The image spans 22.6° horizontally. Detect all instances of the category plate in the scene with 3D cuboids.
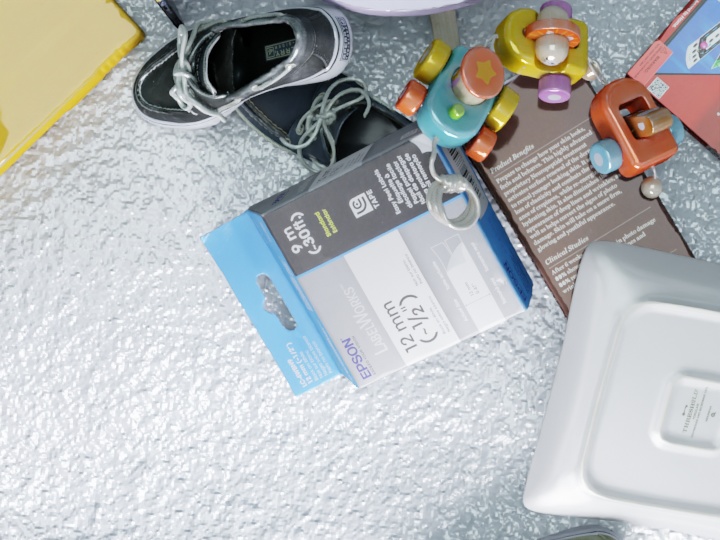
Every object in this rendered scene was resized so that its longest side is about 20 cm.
[{"bbox_3d":[0.228,0.093,1.235,0.199,0.032,0.201,10,105,-9],"label":"plate"}]

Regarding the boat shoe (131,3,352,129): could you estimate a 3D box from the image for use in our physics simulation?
[{"bbox_3d":[-0.100,-0.140,1.257,0.199,0.068,0.074,-4,94,39],"label":"boat shoe"}]

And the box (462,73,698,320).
[{"bbox_3d":[0.154,-0.045,1.273,0.100,0.075,0.201,-30,87,3],"label":"box"}]

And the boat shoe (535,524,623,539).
[{"bbox_3d":[0.095,0.229,1.272,0.199,0.062,0.072,-23,86,5],"label":"boat shoe"}]

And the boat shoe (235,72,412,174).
[{"bbox_3d":[-0.010,-0.098,1.293,0.200,0.062,0.075,34,92,5],"label":"boat shoe"}]

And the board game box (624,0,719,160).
[{"bbox_3d":[0.294,-0.182,1.291,0.103,0.019,0.200,41,92,4],"label":"board game box"}]

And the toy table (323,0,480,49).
[{"bbox_3d":[0.045,-0.238,1.266,0.199,0.117,0.185,2,88,4],"label":"toy table"}]

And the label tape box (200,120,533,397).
[{"bbox_3d":[0.000,0.000,1.253,0.199,0.066,0.144,-27,102,15],"label":"label tape box"}]

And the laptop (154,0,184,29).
[{"bbox_3d":[-0.129,-0.289,1.243,0.115,0.200,0.188,-25,86,1],"label":"laptop"}]

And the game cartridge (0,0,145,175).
[{"bbox_3d":[-0.289,-0.170,1.339,0.200,0.032,0.176,-43,85,0],"label":"game cartridge"}]

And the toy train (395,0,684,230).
[{"bbox_3d":[0.125,-0.107,1.190,0.199,0.056,0.151,-18,80,-26],"label":"toy train"}]
